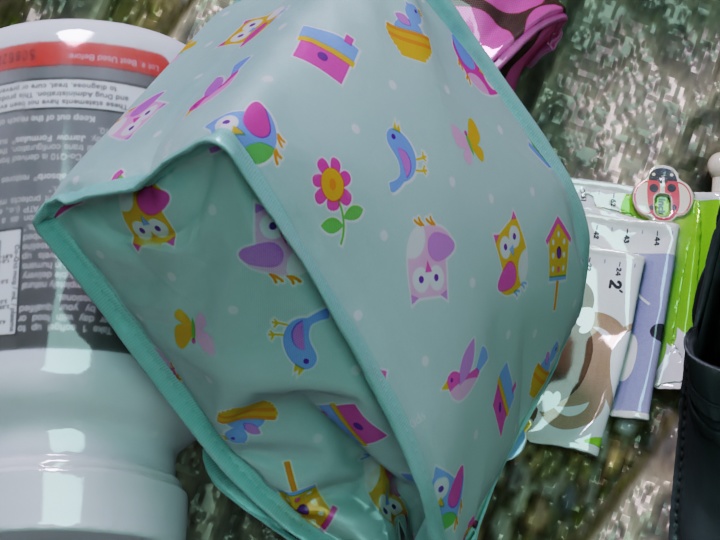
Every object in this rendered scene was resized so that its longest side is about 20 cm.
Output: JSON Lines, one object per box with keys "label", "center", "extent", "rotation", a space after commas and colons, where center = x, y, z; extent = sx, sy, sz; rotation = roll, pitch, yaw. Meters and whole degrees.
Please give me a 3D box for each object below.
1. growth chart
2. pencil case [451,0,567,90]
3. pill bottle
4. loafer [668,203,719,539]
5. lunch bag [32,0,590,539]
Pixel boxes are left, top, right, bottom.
{"label": "growth chart", "center": [0.067, 0.014, 0.808], "extent": [0.198, 0.018, 0.146], "rotation": [2, 73, -1]}
{"label": "pencil case", "center": [0.006, -0.154, 0.825], "extent": [0.093, 0.091, 0.200], "rotation": [-27, 75, -46]}
{"label": "pill bottle", "center": [-0.114, 0.012, 0.746], "extent": [0.115, 0.116, 0.202], "rotation": [1, 72, -3]}
{"label": "loafer", "center": [0.153, 0.038, 0.736], "extent": [0.070, 0.068, 0.202], "rotation": [-4, 113, -41]}
{"label": "lunch bag", "center": [0.000, 0.000, 0.706], "extent": [0.201, 0.121, 0.171], "rotation": [55, 41, -21]}
